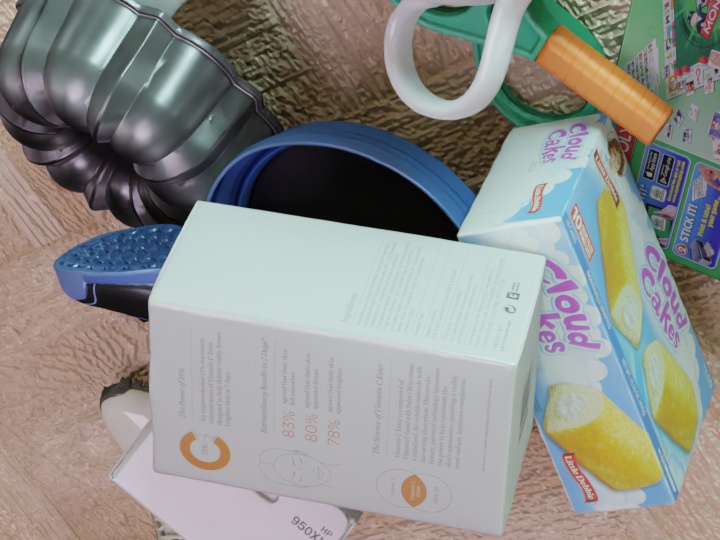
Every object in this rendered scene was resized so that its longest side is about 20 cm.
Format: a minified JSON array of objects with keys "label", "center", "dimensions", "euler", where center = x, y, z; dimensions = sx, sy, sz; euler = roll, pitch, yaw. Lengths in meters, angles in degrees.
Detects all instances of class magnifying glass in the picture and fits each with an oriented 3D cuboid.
[{"label":"magnifying glass","center":[0.087,-0.139,1.284],"dimensions":[0.200,0.022,0.080],"euler":[36,138,6]},{"label":"magnifying glass","center":[0.077,-0.159,1.321],"dimensions":[0.079,0.022,0.200],"euler":[-16,114,41]}]

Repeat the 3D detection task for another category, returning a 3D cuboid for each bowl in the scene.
[{"label":"bowl","center":[0.000,0.000,1.367],"dimensions":[0.200,0.039,0.201],"euler":[17,131,21]}]

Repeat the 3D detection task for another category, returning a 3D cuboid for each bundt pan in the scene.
[{"label":"bundt pan","center":[-0.148,-0.091,1.435],"dimensions":[0.201,0.076,0.202],"euler":[28,158,12]}]

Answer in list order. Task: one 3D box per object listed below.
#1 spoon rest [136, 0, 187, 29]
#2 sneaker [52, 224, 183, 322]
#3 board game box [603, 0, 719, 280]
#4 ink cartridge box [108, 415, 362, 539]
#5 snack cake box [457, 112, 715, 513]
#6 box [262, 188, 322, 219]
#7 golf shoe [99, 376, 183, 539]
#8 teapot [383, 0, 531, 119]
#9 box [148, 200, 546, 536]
[{"label":"spoon rest","center":[-0.104,-0.198,1.380],"dimensions":[0.099,0.061,0.200],"euler":[30,137,8]},{"label":"sneaker","center":[-0.092,0.020,1.364],"dimensions":[0.199,0.070,0.078],"euler":[1,117,31]},{"label":"board game box","center":[0.205,-0.082,1.294],"dimensions":[0.134,0.029,0.201],"euler":[24,135,16]},{"label":"ink cartridge box","center":[-0.070,0.129,1.523],"dimensions":[0.144,0.200,0.084],"euler":[38,100,1]},{"label":"snack cake box","center":[0.133,0.025,1.324],"dimensions":[0.067,0.115,0.201],"euler":[-9,120,29]},{"label":"box","center":[0.025,0.031,1.464],"dimensions":[0.200,0.086,0.164],"euler":[30,136,10]},{"label":"golf shoe","center":[-0.123,0.165,1.676],"dimensions":[0.200,0.088,0.077],"euler":[47,138,-7]},{"label":"teapot","center":[0.034,-0.213,1.189],"dimensions":[0.197,0.200,0.146],"euler":[41,146,-18]},{"label":"box","center":[-0.007,0.052,1.254],"dimensions":[0.199,0.098,0.125],"euler":[10,128,9]}]
